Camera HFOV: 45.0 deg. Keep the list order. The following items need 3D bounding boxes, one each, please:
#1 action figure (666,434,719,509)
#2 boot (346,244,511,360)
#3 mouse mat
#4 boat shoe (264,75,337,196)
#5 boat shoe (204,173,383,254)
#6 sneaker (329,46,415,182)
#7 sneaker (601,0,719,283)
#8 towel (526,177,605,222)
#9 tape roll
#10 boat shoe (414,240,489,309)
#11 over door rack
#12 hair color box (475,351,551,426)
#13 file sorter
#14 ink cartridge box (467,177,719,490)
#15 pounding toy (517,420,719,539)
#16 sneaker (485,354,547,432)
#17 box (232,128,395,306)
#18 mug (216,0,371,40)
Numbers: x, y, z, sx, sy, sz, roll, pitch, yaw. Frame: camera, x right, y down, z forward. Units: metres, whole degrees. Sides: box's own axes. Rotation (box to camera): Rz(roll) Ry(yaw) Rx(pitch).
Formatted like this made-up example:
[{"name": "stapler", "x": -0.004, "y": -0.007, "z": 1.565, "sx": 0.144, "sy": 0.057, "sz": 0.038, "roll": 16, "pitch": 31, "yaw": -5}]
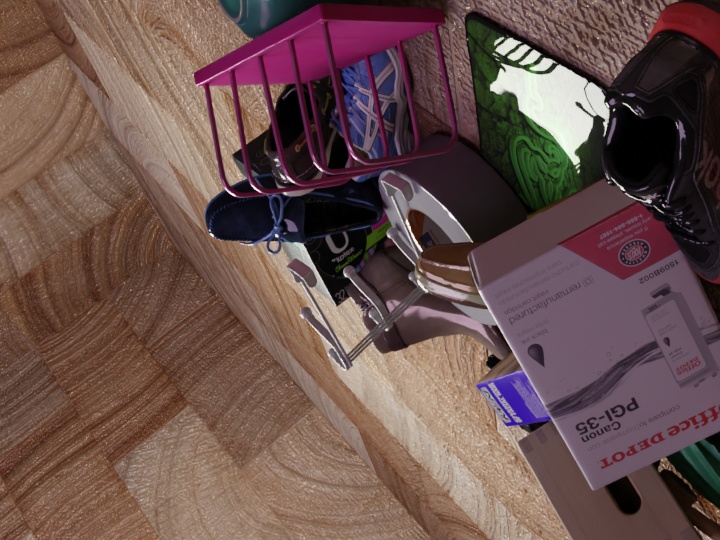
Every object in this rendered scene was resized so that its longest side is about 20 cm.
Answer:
[{"name": "action figure", "x": 0.309, "y": 0.160, "z": 0.784, "sx": 0.201, "sy": 0.054, "sz": 0.118, "roll": 55, "pitch": 168, "yaw": 21}, {"name": "boot", "x": 0.080, "y": 0.056, "z": 1.048, "sx": 0.201, "sy": 0.146, "sz": 0.070, "roll": 59, "pitch": -165, "yaw": 12}, {"name": "mouse mat", "x": 0.151, "y": -0.111, "z": 0.741, "sx": 0.161, "sy": 0.008, "sz": 0.201, "roll": 42, "pitch": 163, "yaw": 36}, {"name": "boat shoe", "x": -0.059, "y": -0.173, "z": 0.947, "sx": 0.061, "sy": 0.071, "sz": 0.203, "roll": 66, "pitch": -156, "yaw": -46}, {"name": "boat shoe", "x": -0.071, "y": -0.068, "z": 0.952, "sx": 0.069, "sy": 0.197, "sz": 0.085, "roll": -115, "pitch": 13, "yaw": -49}, {"name": "sneaker", "x": 0.007, "y": -0.173, "z": 0.899, "sx": 0.076, "sy": 0.077, "sz": 0.201, "roll": 40, "pitch": 158, "yaw": 42}, {"name": "sneaker", "x": 0.199, "y": -0.058, "z": 0.540, "sx": 0.071, "sy": 0.098, "sz": 0.202, "roll": 31, "pitch": 155, "yaw": 49}, {"name": "towel", "x": 0.213, "y": 0.023, "z": 0.713, "sx": 0.201, "sy": 0.085, "sz": 0.018, "roll": 60, "pitch": -169, "yaw": -19}, {"name": "tape roll", "x": 0.105, "y": -0.041, "z": 0.914, "sx": 0.201, "sy": 0.066, "sz": 0.201, "roll": 48, "pitch": 166, "yaw": 16}, {"name": "boat shoe", "x": 0.144, "y": -0.011, "z": 0.762, "sx": 0.197, "sy": 0.072, "sz": 0.077, "roll": 5, "pitch": 124, "yaw": 15}, {"name": "over door rack", "x": 0.000, "y": 0.000, "z": 0.922, "sx": 0.066, "sy": 0.148, "sz": 0.201, "roll": 37, "pitch": 161, "yaw": 32}, {"name": "hair color box", "x": 0.197, "y": 0.095, "z": 0.869, "sx": 0.065, "sy": 0.109, "sz": 0.200, "roll": 51, "pitch": 165, "yaw": 6}, {"name": "file sorter", "x": -0.031, "y": -0.142, "z": 0.774, "sx": 0.199, "sy": 0.138, "sz": 0.127, "roll": -8, "pitch": 93, "yaw": 50}, {"name": "ink cartridge box", "x": 0.194, "y": 0.046, "z": 0.669, "sx": 0.201, "sy": 0.145, "sz": 0.083, "roll": 57, "pitch": -168, "yaw": -18}, {"name": "pounding toy", "x": 0.282, "y": 0.233, "z": 0.858, "sx": 0.201, "sy": 0.141, "sz": 0.184, "roll": 61, "pitch": -169, "yaw": 28}, {"name": "sneaker", "x": 0.215, "y": 0.158, "z": 1.065, "sx": 0.105, "sy": 0.060, "sz": 0.200, "roll": 61, "pitch": 169, "yaw": -23}, {"name": "box", "x": -0.039, "y": -0.089, "z": 1.088, "sx": 0.124, "sy": 0.148, "sz": 0.201, "roll": 36, "pitch": 158, "yaw": 52}, {"name": "mug", "x": -0.077, "y": -0.274, "z": 0.781, "sx": 0.153, "sy": 0.113, "sz": 0.185, "roll": 63, "pitch": 160, "yaw": 8}]
